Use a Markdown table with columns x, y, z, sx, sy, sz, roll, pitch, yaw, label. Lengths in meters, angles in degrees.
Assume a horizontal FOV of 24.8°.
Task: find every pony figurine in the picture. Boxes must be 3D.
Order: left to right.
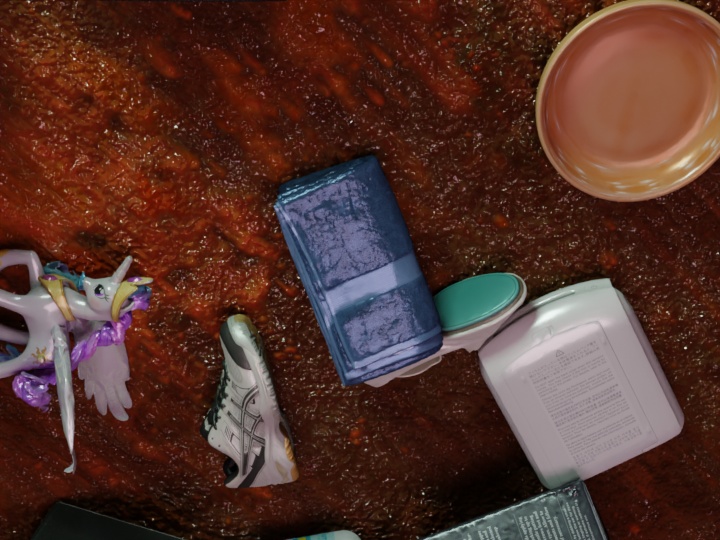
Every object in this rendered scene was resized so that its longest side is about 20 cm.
| x | y | z | sx | sy | sz | roll | pitch | yaw | label |
| --- | --- | --- | --- | --- | --- | --- | --- | --- | --- |
| -0.289 | 0.069 | 1.532 | 0.198 | 0.167 | 0.195 | 5 | 112 | 7 | pony figurine |

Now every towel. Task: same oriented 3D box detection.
| x | y | z | sx | sy | sz | roll | pitch | yaw | label |
| --- | --- | --- | --- | --- | --- | --- | --- | --- | --- |
| 0.000 | 0.000 | 1.540 | 0.111 | 0.049 | 0.202 | -20 | 102 | 4 | towel |

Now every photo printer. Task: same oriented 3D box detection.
| x | y | z | sx | sy | sz | roll | pitch | yaw | label |
| --- | --- | --- | --- | --- | --- | --- | --- | --- | --- |
| 0.217 | 0.110 | 1.652 | 0.165 | 0.070 | 0.201 | -27 | 119 | 9 | photo printer |

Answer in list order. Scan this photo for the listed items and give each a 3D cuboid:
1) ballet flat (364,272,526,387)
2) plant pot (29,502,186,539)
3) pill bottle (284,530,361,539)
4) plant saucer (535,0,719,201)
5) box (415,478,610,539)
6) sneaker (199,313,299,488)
| x | y | z | sx | sy | sz | roll | pitch | yaw | label |
| --- | --- | --- | --- | --- | --- | --- | --- | --- | --- |
| 0.078 | 0.061 | 1.615 | 0.198 | 0.070 | 0.070 | -23 | 120 | 14 | ballet flat |
| -0.264 | 0.383 | 1.637 | 0.198 | 0.177 | 0.202 | 11 | 126 | 28 | plant pot |
| -0.056 | 0.336 | 1.722 | 0.198 | 0.111 | 0.112 | -10 | 121 | -3 | pill bottle |
| 0.257 | -0.161 | 1.522 | 0.198 | 0.038 | 0.202 | -4 | 121 | -6 | plant saucer |
| 0.162 | 0.308 | 1.701 | 0.198 | 0.105 | 0.148 | -22 | 160 | 6 | box |
| -0.121 | 0.139 | 1.621 | 0.087 | 0.076 | 0.202 | -13 | 120 | 0 | sneaker |
